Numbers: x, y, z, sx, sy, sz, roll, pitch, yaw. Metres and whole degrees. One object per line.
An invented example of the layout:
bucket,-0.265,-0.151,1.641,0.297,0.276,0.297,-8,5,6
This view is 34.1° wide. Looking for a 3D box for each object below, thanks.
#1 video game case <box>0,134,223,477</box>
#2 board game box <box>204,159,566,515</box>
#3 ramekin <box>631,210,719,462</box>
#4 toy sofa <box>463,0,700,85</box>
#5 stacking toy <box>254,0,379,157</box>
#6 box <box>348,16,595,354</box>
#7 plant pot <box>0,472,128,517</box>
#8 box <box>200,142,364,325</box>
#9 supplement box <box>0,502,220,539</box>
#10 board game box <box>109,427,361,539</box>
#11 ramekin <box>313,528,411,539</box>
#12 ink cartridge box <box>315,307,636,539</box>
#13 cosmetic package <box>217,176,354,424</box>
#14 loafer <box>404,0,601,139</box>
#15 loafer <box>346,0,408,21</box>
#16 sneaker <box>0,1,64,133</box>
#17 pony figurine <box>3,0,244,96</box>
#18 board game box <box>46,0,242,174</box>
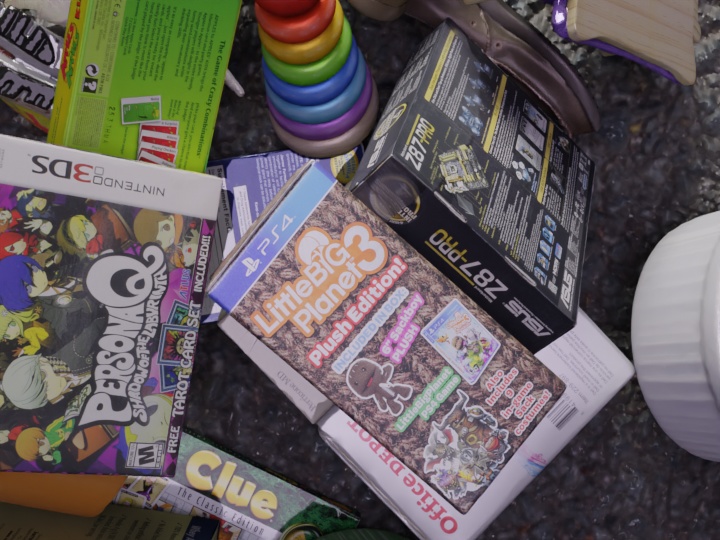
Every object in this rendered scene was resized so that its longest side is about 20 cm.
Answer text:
video game case,-0.185,0.025,0.732,0.179,0.036,0.204,9,91,-34
board game box,0.008,0.036,0.737,0.199,0.159,0.097,41,88,-7
ramekin,0.288,0.047,0.848,0.198,0.097,0.204,4,83,-33
toy sofa,0.158,-0.187,0.816,0.082,0.198,0.100,-1,87,41
stacking toy,-0.040,-0.158,0.795,0.084,0.200,0.087,-3,68,8
box,0.084,-0.062,0.784,0.161,0.201,0.049,42,125,-16
plant pot,-0.243,0.079,0.823,0.181,0.200,0.202,27,91,-19
box,-0.087,-0.026,0.894,0.196,0.032,0.123,-9,93,-2
supplement box,-0.213,0.258,0.805,0.196,0.200,0.137,8,102,1
board game box,-0.109,0.193,0.909,0.198,0.023,0.106,26,89,-4
ramekin,0.004,0.291,0.866,0.196,0.098,0.204,-2,98,-13
ink cartridge box,0.081,0.092,0.881,0.145,0.088,0.200,45,88,-3
cosmetic package,0.000,0.000,0.850,0.103,0.073,0.200,44,88,-6
loafer,0.097,-0.164,0.884,0.200,0.073,0.071,43,102,0
loafer,-0.027,-0.260,0.787,0.200,0.076,0.067,45,123,-7
sneaker,-0.200,-0.122,0.856,0.199,0.090,0.079,38,87,-6
pony figurine,-0.149,-0.232,0.837,0.190,0.166,0.203,19,76,-11
board game box,-0.138,-0.147,0.763,0.100,0.048,0.203,5,112,-29
